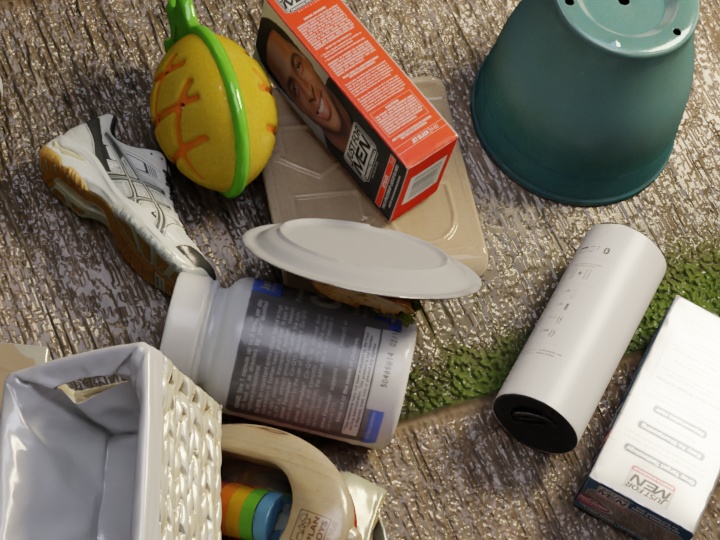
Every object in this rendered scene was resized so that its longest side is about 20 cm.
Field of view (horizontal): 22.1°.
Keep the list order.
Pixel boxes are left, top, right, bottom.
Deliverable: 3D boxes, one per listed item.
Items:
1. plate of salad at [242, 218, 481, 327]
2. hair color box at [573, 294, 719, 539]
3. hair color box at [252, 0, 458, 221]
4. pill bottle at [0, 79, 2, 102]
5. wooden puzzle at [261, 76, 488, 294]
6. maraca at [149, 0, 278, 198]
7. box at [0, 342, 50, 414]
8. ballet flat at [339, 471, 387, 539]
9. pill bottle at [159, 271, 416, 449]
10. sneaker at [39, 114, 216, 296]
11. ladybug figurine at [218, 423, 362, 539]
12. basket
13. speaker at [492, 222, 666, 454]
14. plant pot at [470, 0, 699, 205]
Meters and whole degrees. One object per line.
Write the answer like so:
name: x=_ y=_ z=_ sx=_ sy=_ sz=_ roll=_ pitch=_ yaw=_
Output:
plate of salad: x=0.000 y=0.000 z=1.503 sx=0.198 sy=0.048 sz=0.200 roll=10 pitch=14 yaw=-2
hair color box: x=0.266 y=0.130 z=1.561 sx=0.099 sy=0.061 sz=0.201 roll=28 pitch=59 yaw=7
hair color box: x=-0.007 y=-0.151 z=1.597 sx=0.061 sy=0.102 sz=0.200 roll=-33 pitch=73 yaw=-22
pill bottle: x=-0.368 y=-0.121 z=1.564 sx=0.108 sy=0.109 sz=0.201 roll=11 pitch=59 yaw=-4
wooden puzzle: x=0.005 y=-0.071 z=1.643 sx=0.184 sy=0.046 sz=0.202 roll=-6 pitch=66 yaw=-13
maraca: x=-0.135 y=-0.152 z=1.604 sx=0.106 sy=0.138 sz=0.201 roll=-10 pitch=49 yaw=-23
box: x=-0.296 y=0.160 z=1.433 sx=0.094 sy=0.078 sz=0.202 roll=5 pitch=60 yaw=-7
ballet flat: x=-0.011 y=0.252 z=1.443 sx=0.069 sy=0.070 sz=0.201 roll=11 pitch=58 yaw=-4
pill bottle: x=-0.062 y=0.070 z=1.506 sx=0.198 sy=0.114 sz=0.115 roll=14 pitch=59 yaw=-3
sneaker: x=-0.183 y=-0.061 z=1.582 sx=0.200 sy=0.076 sz=0.088 roll=43 pitch=62 yaw=14
ladybug figurine: x=-0.080 y=0.192 z=1.425 sx=0.199 sy=0.072 sz=0.137 roll=13 pitch=74 yaw=33
basket: x=-0.184 y=0.174 z=1.370 sx=0.135 sy=0.123 sz=0.202 roll=-13 pitch=61 yaw=23
speaker: x=0.188 y=0.057 z=1.578 sx=0.081 sy=0.081 sz=0.201 roll=28 pitch=59 yaw=7
plant pot: x=0.214 y=-0.192 z=1.664 sx=0.198 sy=0.188 sz=0.202 roll=4 pitch=60 yaw=-7
